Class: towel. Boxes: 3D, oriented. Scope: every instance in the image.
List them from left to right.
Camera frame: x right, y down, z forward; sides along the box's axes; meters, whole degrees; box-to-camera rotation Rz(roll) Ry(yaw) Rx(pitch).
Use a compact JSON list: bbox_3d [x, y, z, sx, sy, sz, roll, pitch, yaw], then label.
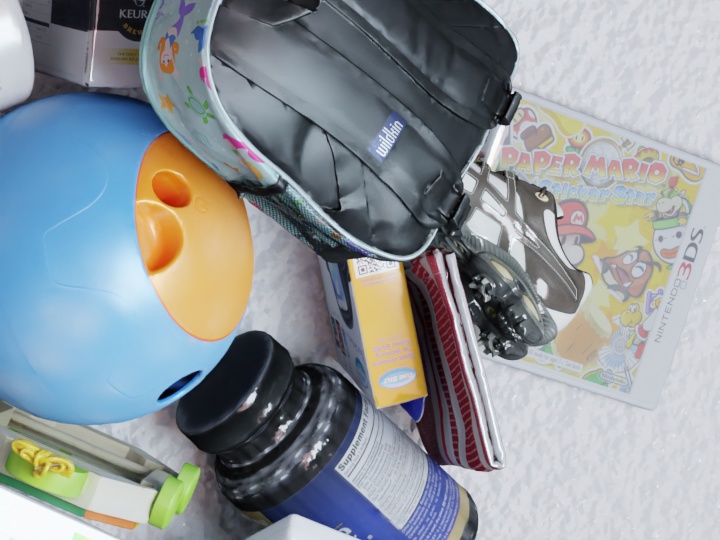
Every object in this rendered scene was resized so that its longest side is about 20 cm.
[{"bbox_3d":[0.051,0.059,1.787,0.023,0.200,0.144,-15,90,-8],"label":"towel"}]

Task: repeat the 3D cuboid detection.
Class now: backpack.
[{"bbox_3d":[-0.029,-0.119,1.599,0.200,0.150,0.178,39,71,-35],"label":"backpack"}]

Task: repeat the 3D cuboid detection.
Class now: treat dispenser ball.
[{"bbox_3d":[-0.163,-0.007,1.680,0.201,0.201,0.201,-5,102,-25],"label":"treat dispenser ball"}]

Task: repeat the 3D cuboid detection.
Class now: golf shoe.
[{"bbox_3d":[0.078,-0.041,1.853,0.094,0.078,0.200,-32,91,-30],"label":"golf shoe"}]

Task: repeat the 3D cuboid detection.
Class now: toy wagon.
[{"bbox_3d":[-0.183,0.115,1.694,0.155,0.200,0.040,23,95,3],"label":"toy wagon"}]

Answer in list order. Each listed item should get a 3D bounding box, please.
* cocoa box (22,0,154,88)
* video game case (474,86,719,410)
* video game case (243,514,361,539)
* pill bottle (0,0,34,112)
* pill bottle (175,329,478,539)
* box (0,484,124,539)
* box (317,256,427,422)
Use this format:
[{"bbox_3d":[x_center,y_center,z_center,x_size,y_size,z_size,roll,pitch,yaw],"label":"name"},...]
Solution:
[{"bbox_3d":[-0.096,-0.182,1.717,0.200,0.133,0.131,-1,100,-26],"label":"cocoa box"},{"bbox_3d":[0.152,-0.013,1.934,0.200,0.023,0.182,18,92,-28],"label":"video game case"},{"bbox_3d":[-0.027,0.223,1.808,0.182,0.200,0.023,24,55,-28],"label":"video game case"},{"bbox_3d":[-0.304,-0.121,1.638,0.200,0.114,0.115,-22,109,-21],"label":"pill bottle"},{"bbox_3d":[-0.024,0.133,1.827,0.200,0.112,0.112,43,80,-26],"label":"pill bottle"},{"bbox_3d":[-0.243,0.170,1.648,0.200,0.112,0.101,27,81,-25],"label":"box"},{"bbox_3d":[0.000,0.000,1.805,0.041,0.119,0.200,-11,104,-10],"label":"box"}]
